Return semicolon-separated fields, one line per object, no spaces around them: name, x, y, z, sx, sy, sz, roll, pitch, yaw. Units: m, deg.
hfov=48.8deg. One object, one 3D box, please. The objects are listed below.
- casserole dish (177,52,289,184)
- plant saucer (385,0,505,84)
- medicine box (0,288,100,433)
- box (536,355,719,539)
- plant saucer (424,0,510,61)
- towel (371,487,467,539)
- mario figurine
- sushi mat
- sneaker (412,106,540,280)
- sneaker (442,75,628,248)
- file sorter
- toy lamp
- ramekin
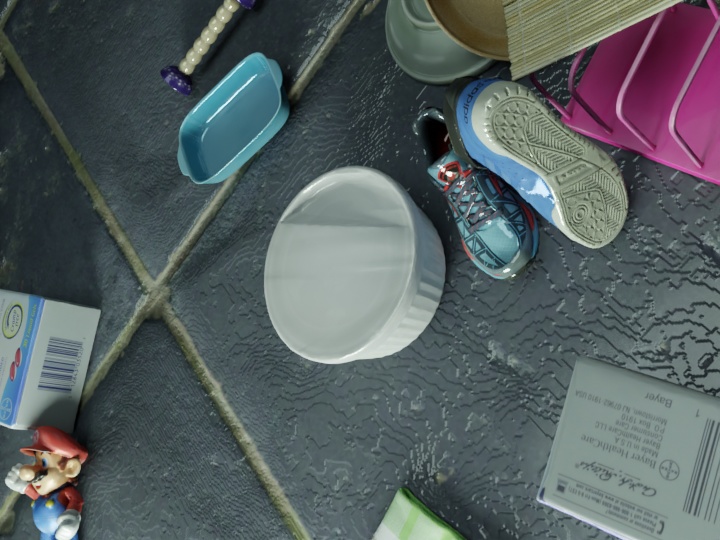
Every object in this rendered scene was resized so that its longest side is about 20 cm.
casserole dish;-0.164;-0.195;1.049;0.199;0.039;0.122;-37;58;22
plant saucer;0.100;-0.310;0.875;0.198;0.050;0.203;-11;70;34
medicine box;-0.499;0.128;1.171;0.198;0.102;0.185;5;81;37
box;0.251;0.142;0.544;0.182;0.199;0.106;16;88;38
plant saucer;0.156;-0.314;0.797;0.197;0.035;0.204;2;100;9
towel;0.041;0.334;0.757;0.148;0.031;0.202;30;96;37
mario figurine;-0.427;0.312;1.062;0.121;0.106;0.203;-6;79;-1
sushi mat;0.203;-0.234;0.642;0.198;0.012;0.097;-21;64;35
sneaker;0.102;-0.078;0.782;0.079;0.095;0.202;-39;57;25
sneaker;0.153;-0.102;0.713;0.077;0.199;0.111;-53;29;6
file sorter;0.263;-0.176;0.669;0.199;0.125;0.140;32;97;38
toy lamp;-0.205;-0.340;1.107;0.200;0.058;0.058;-48;55;15
ramekin;0.000;0.000;0.838;0.200;0.094;0.206;-11;72;35
